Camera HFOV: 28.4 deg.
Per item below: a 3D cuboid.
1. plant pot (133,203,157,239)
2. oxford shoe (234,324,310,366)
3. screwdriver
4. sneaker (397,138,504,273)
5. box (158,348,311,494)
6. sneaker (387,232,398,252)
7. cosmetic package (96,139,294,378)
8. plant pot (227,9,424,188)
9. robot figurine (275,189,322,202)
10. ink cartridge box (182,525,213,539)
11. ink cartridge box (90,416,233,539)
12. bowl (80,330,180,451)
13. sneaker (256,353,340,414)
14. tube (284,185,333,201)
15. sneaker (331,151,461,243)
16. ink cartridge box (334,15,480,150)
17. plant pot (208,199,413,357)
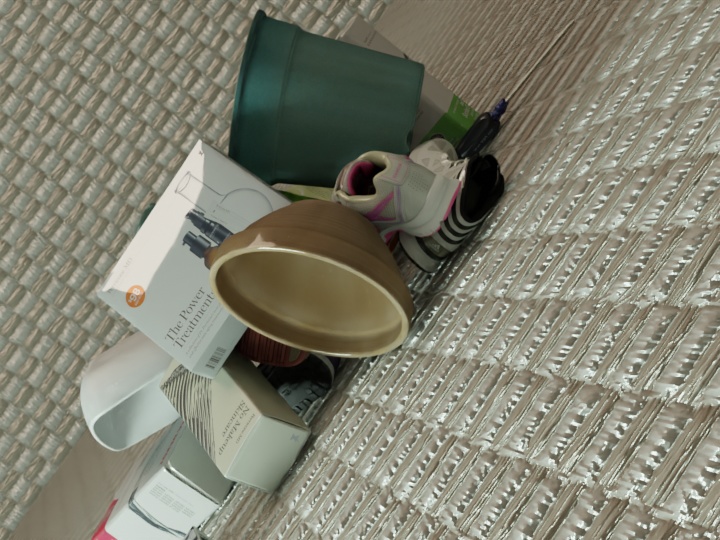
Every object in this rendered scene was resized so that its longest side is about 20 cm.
[{"bbox_3d":[-0.197,0.001,1.882,0.200,0.195,0.201,10,-90,-89],"label":"plant pot"},{"bbox_3d":[-0.112,0.048,1.532,0.200,0.075,0.071,27,106,39],"label":"oxford shoe"},{"bbox_3d":[0.171,-0.204,1.589,0.200,0.029,0.028,-55,9,21],"label":"screwdriver"},{"bbox_3d":[0.105,-0.090,1.460,0.115,0.076,0.201,-37,25,30],"label":"sneaker"},{"bbox_3d":[-0.135,0.144,1.488,0.082,0.068,0.200,-60,36,7],"label":"box"},{"bbox_3d":[0.000,0.000,1.649,0.200,0.073,0.077,-57,-15,-17],"label":"sneaker"},{"bbox_3d":[-0.161,-0.013,1.479,0.200,0.151,0.052,-56,-28,2],"label":"cosmetic package"},{"bbox_3d":[-0.035,-0.174,1.592,0.200,0.195,0.201,11,-90,-89],"label":"plant pot"},{"bbox_3d":[-0.103,-0.019,1.645,0.200,0.115,0.176,109,-175,-68],"label":"robot figurine"},{"bbox_3d":[-0.172,0.319,1.402,0.100,0.039,0.200,-54,11,-7],"label":"ink cartridge box"},{"bbox_3d":[-0.221,0.255,1.697,0.200,0.084,0.145,-46,13,38],"label":"ink cartridge box"},{"bbox_3d":[-0.235,0.119,1.657,0.199,0.075,0.200,-31,-15,-9],"label":"bowl"},{"bbox_3d":[-0.085,0.125,1.587,0.200,0.076,0.088,-33,17,37],"label":"sneaker"},{"bbox_3d":[-0.012,-0.110,1.836,0.058,0.052,0.200,-20,4,36],"label":"tube"},{"bbox_3d":[0.010,-0.075,1.408,0.200,0.088,0.082,-19,40,54],"label":"sneaker"},{"bbox_3d":[0.022,-0.186,1.720,0.146,0.200,0.084,-48,8,26],"label":"ink cartridge box"},{"bbox_3d":[-0.039,-0.004,1.373,0.201,0.200,0.093,-37,31,57],"label":"plant pot"}]
